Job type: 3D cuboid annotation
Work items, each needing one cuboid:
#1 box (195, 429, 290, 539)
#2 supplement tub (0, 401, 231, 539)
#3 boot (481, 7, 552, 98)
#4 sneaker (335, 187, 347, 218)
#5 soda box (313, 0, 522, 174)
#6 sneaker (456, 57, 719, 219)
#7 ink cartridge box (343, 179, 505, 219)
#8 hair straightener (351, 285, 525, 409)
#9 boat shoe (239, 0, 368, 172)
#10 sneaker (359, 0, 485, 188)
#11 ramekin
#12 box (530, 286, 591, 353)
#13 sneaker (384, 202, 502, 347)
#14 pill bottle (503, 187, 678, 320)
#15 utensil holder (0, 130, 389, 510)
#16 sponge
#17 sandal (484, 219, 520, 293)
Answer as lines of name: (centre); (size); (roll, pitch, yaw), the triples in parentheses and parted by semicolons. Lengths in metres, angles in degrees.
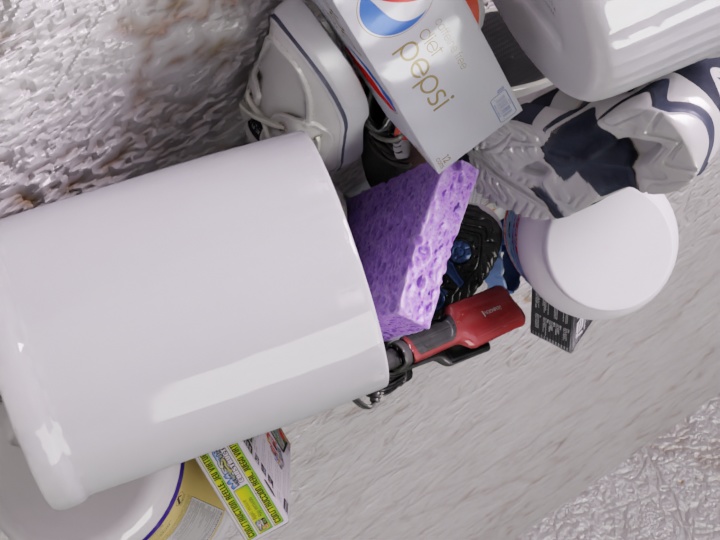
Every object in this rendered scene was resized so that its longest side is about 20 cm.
box: (-0.092, 0.117, 1.161); (0.035, 0.110, 0.200); (-30, -172, 3)
supplement tub: (-0.176, 0.152, 1.161); (0.145, 0.145, 0.200); (-38, 161, 0)
boot: (0.102, -0.127, 1.143); (0.200, 0.072, 0.144); (-25, 161, -35)
sneaker: (-0.094, 0.002, 1.069); (0.200, 0.078, 0.080); (-27, -160, 11)
soda box: (0.016, -0.144, 0.853); (0.064, 0.068, 0.200); (-37, 139, -1)
sneaker: (0.156, -0.102, 0.980); (0.130, 0.080, 0.199); (-43, -162, -33)
ink cartridge box: (0.072, -0.060, 1.209); (0.173, 0.044, 0.200); (-31, 169, -6)
hair straightener: (0.039, 0.062, 1.049); (0.077, 0.041, 0.200); (-40, 174, 31)
boat shoe: (-0.041, -0.099, 0.954); (0.066, 0.072, 0.200); (-35, 171, -8)
sneaker: (0.019, -0.106, 1.008); (0.082, 0.077, 0.200); (-49, 158, -37)
ramekin: (0.125, -0.190, 0.856); (0.098, 0.201, 0.200); (-27, 159, -6)
box: (0.200, -0.046, 1.319); (0.160, 0.044, 0.200); (-54, 158, -25)
sneaker: (0.028, 0.010, 1.157); (0.200, 0.076, 0.077); (-40, -169, 32)
pill bottle: (0.159, -0.024, 1.097); (0.109, 0.109, 0.200); (-39, -177, 4)
utensil holder: (-0.103, 0.023, 0.895); (0.200, 0.170, 0.170); (-19, 158, -6)
sponge: (0.000, 0.000, 1.036); (0.200, 0.030, 0.112); (-21, -133, 58)
sandal: (0.146, -0.054, 1.352); (0.200, 0.087, 0.079); (-47, 157, 20)
